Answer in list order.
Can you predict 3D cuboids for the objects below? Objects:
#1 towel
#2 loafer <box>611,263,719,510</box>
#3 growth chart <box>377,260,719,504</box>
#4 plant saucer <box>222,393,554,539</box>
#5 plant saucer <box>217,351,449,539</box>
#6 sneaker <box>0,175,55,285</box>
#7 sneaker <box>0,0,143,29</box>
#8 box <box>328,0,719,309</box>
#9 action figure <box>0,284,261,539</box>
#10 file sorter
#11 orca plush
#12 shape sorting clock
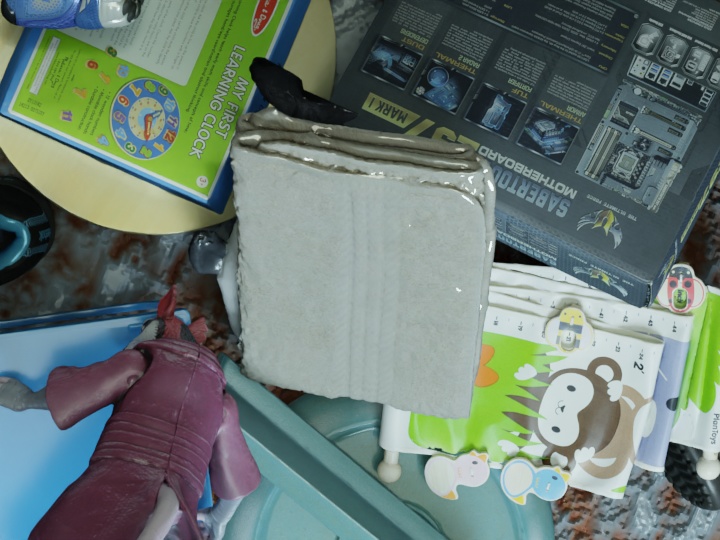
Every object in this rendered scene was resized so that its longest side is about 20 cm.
[{"bbox_3d":[0.000,0.000,1.061,0.131,0.201,0.035,11,50,7],"label":"towel"},{"bbox_3d":[0.173,0.033,1.177,0.071,0.073,0.201,-29,101,-16],"label":"loafer"},{"bbox_3d":[0.106,0.060,1.133,0.198,0.018,0.146,1,105,8],"label":"growth chart"},{"bbox_3d":[0.016,0.159,1.184,0.198,0.027,0.202,-1,96,-8],"label":"plant saucer"},{"bbox_3d":[-0.008,0.123,1.131,0.200,0.070,0.019,39,106,-9],"label":"plant saucer"},{"bbox_3d":[-0.261,-0.014,1.102,0.198,0.082,0.074,-11,99,-5],"label":"sneaker"},{"bbox_3d":[-0.169,-0.219,1.082,0.088,0.079,0.202,-9,75,2],"label":"sneaker"},{"bbox_3d":[0.099,-0.094,1.109,0.199,0.051,0.159,25,76,13],"label":"box"},{"bbox_3d":[-0.104,0.090,0.976,0.133,0.149,0.202,20,60,-18],"label":"action figure"},{"bbox_3d":[-0.150,0.122,1.109,0.137,0.123,0.202,-7,97,-7],"label":"file sorter"},{"bbox_3d":[-0.040,-0.042,1.105,0.104,0.072,0.201,-3,139,4],"label":"orca plush"},{"bbox_3d":[-0.111,-0.120,1.132,0.198,0.039,0.202,1,85,-7],"label":"shape sorting clock"}]
